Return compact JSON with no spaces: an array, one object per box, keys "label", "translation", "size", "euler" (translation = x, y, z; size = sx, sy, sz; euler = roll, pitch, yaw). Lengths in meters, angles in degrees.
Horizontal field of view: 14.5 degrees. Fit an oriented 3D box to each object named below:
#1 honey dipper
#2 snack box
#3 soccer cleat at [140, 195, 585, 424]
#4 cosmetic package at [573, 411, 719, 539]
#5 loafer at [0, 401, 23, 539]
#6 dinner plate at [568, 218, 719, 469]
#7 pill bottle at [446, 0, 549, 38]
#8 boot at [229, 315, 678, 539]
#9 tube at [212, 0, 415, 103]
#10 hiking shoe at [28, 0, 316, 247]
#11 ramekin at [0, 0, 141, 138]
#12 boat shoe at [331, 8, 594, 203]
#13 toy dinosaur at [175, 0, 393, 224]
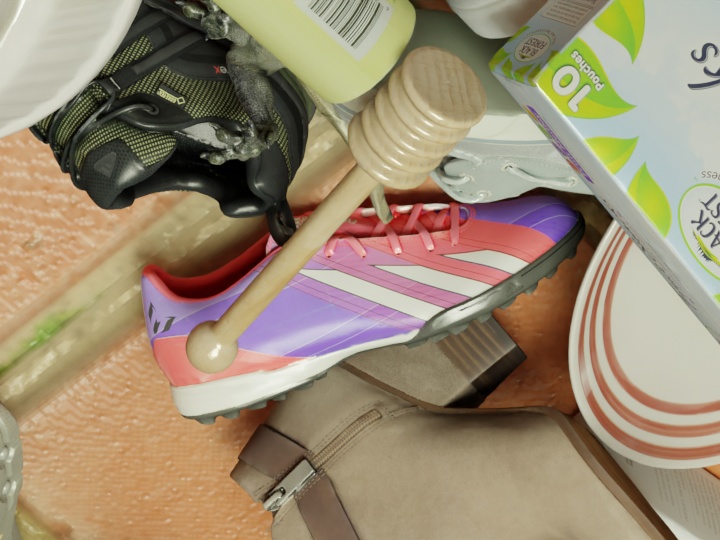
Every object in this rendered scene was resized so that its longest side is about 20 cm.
[{"label":"honey dipper","translation":[-0.018,-0.018,1.126],"size":[0.038,0.038,0.200],"euler":[25,136,-20]},{"label":"snack box","translation":[0.164,-0.055,1.099],"size":[0.142,0.053,0.200],"euler":[-45,114,-5]},{"label":"soccer cleat","translation":[0.000,0.000,1.243],"size":[0.199,0.068,0.073],"euler":[-22,102,5]},{"label":"cosmetic package","translation":[0.155,0.158,1.356],"size":[0.200,0.074,0.102],"euler":[33,116,-23]},{"label":"loafer","translation":[-0.198,0.129,1.318],"size":[0.070,0.070,0.200],"euler":[23,130,19]},{"label":"dinner plate","translation":[0.172,-0.001,1.246],"size":[0.200,0.024,0.201],"euler":[-17,129,-22]},{"label":"pill bottle","translation":[0.011,-0.183,1.085],"size":[0.112,0.113,0.200],"euler":[-36,121,19]},{"label":"boot","translation":[0.039,0.109,1.254],"size":[0.146,0.200,0.070],"euler":[-40,148,2]},{"label":"tube","translation":[-0.062,-0.141,1.040],"size":[0.052,0.058,0.200],"euler":[-47,120,4]},{"label":"hiking shoe","translation":[-0.108,-0.079,1.149],"size":[0.199,0.101,0.076],"euler":[19,131,-17]},{"label":"ramekin","translation":[-0.182,-0.139,1.066],"size":[0.202,0.094,0.203],"euler":[3,104,12]},{"label":"boat shoe","translation":[0.063,-0.058,1.173],"size":[0.200,0.070,0.072],"euler":[2,130,-35]},{"label":"toy dinosaur","translation":[-0.038,-0.093,1.133],"size":[0.047,0.088,0.200],"euler":[-14,109,32]}]
